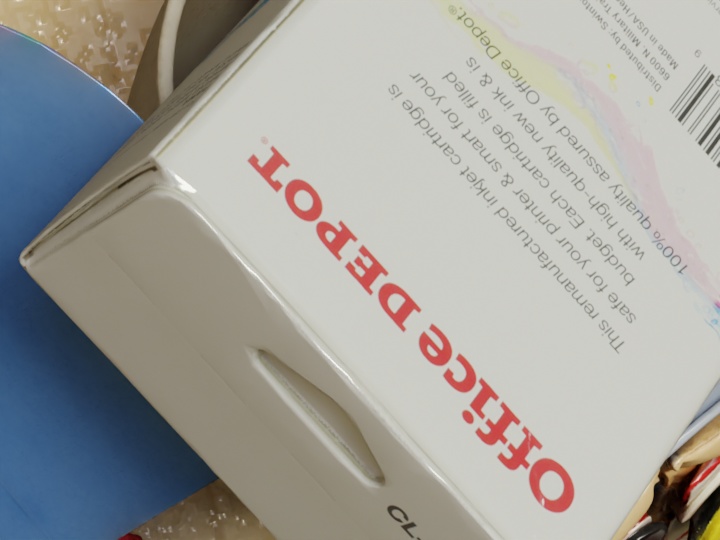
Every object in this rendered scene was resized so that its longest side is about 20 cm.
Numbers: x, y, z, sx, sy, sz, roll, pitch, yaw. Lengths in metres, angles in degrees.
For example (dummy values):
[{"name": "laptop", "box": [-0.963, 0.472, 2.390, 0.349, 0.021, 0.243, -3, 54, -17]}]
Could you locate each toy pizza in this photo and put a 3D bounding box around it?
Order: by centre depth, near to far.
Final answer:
[{"name": "toy pizza", "box": [0.091, 0.090, 0.769, 0.200, 0.200, 0.032, -36, 73, -22]}]

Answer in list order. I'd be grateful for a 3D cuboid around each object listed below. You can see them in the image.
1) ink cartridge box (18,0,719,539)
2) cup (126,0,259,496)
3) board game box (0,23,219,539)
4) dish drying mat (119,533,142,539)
[{"name": "ink cartridge box", "box": [0.031, -0.024, 0.647, 0.146, 0.083, 0.200, 48, 55, -11]}, {"name": "cup", "box": [0.000, 0.000, 0.780, 0.199, 0.143, 0.201, 16, 53, -23]}, {"name": "board game box", "box": [-0.124, 0.015, 0.698, 0.199, 0.039, 0.158, -32, 106, 20]}, {"name": "dish drying mat", "box": [-0.171, 0.103, 0.783, 0.199, 0.018, 0.077, 12, 72, -14]}]
